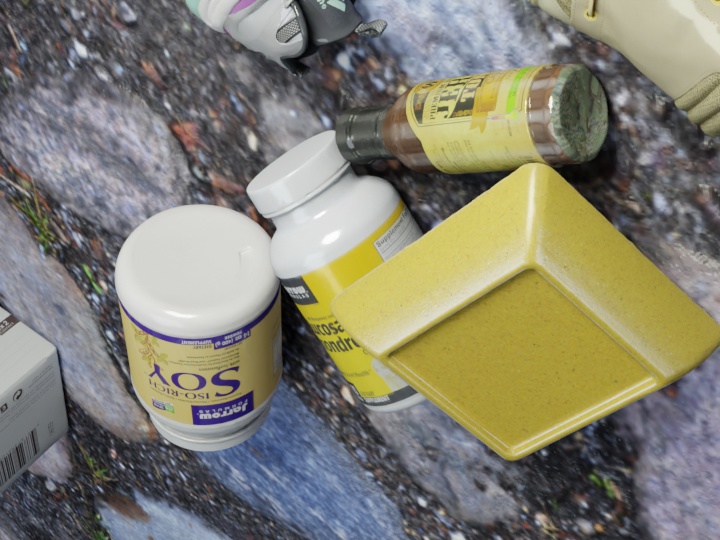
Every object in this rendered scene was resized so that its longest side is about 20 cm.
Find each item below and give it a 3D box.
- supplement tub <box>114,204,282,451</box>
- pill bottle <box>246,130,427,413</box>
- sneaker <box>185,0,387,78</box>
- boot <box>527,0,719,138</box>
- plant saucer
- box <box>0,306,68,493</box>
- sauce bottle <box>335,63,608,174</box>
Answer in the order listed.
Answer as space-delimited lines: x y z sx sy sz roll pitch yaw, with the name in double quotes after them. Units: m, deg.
-0.143 0.057 1.055 0.145 0.145 0.201 28 142 22 "supplement tub"
0.000 0.000 0.881 0.112 0.112 0.201 -12 116 50 "pill bottle"
-0.038 -0.204 0.756 0.140 0.078 0.200 38 154 7 "sneaker"
0.174 -0.165 0.572 0.155 0.073 0.200 41 146 7 "boot"
0.108 0.049 0.775 0.200 0.049 0.199 38 127 -23 "plant saucer"
-0.498 0.185 1.497 0.130 0.199 0.201 31 143 18 "box"
0.064 -0.095 0.761 0.199 0.065 0.065 -1 125 44 "sauce bottle"
